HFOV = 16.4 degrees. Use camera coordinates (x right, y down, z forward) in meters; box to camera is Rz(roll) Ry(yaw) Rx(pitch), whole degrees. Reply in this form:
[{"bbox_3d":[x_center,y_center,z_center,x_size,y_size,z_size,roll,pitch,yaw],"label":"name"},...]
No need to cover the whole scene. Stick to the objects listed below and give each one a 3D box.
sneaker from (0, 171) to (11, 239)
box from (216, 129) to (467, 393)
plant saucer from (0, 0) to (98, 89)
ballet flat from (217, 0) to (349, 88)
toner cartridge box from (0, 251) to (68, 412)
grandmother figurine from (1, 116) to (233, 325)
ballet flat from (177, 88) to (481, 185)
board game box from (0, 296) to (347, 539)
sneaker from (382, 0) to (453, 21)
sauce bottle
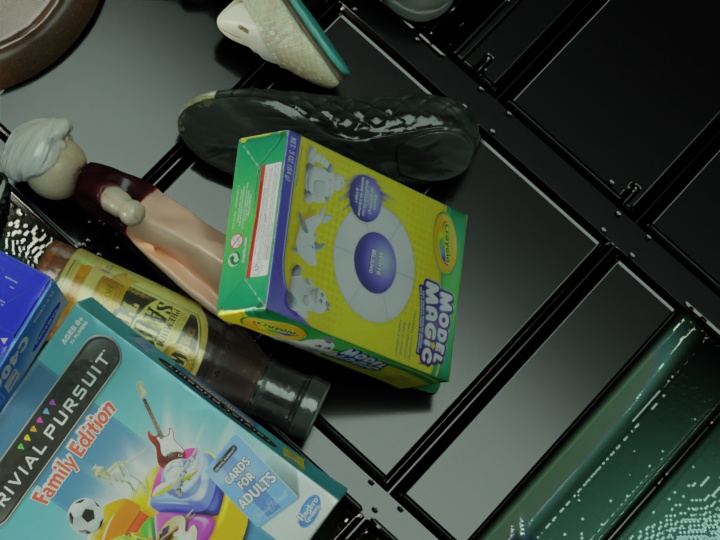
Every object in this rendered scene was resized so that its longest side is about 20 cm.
[{"bbox_3d":[-0.298,0.007,1.565,0.090,0.070,0.200,30,74,1],"label":"sneaker"},{"bbox_3d":[0.000,0.000,1.556,0.200,0.048,0.118,24,67,-46],"label":"box"},{"bbox_3d":[-0.262,-0.214,1.620,0.200,0.034,0.201,0,92,-10],"label":"plant saucer"},{"bbox_3d":[-0.080,-0.189,1.656,0.062,0.067,0.200,-34,73,6],"label":"ballet flat"},{"bbox_3d":[-0.287,0.009,1.511,0.200,0.043,0.095,27,75,16],"label":"toner cartridge box"},{"bbox_3d":[-0.139,-0.034,1.572,0.200,0.121,0.061,30,83,9],"label":"grandmother figurine"},{"bbox_3d":[-0.021,-0.089,1.641,0.200,0.057,0.067,5,116,-4],"label":"ballet flat"},{"bbox_3d":[-0.133,0.137,1.526,0.200,0.047,0.151,36,97,2],"label":"board game box"},{"bbox_3d":[-0.012,-0.255,1.663,0.200,0.085,0.073,38,75,9],"label":"sneaker"},{"bbox_3d":[-0.116,0.047,1.576,0.200,0.066,0.066,23,73,2],"label":"sauce bottle"}]
